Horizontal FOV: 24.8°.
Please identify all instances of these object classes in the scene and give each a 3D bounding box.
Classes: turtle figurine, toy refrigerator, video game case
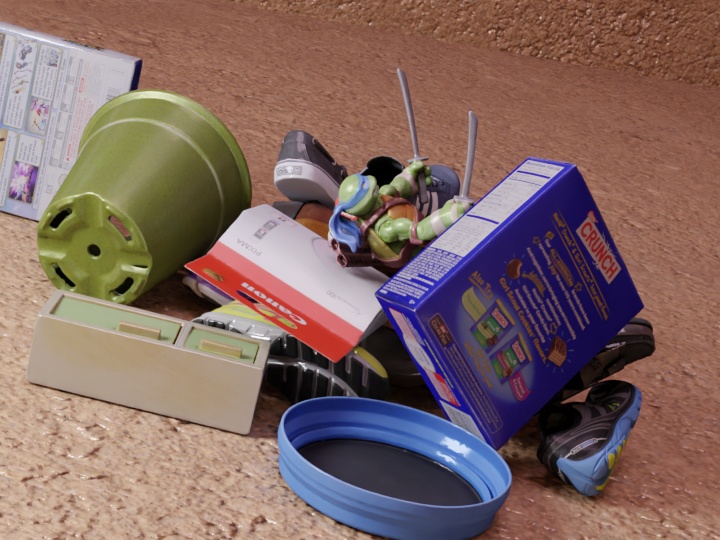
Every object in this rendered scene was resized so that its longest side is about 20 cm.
[{"bbox_3d":[0.082,-0.054,1.516,0.143,0.201,0.194,4,-36,49],"label":"turtle figurine"},{"bbox_3d":[-0.182,0.076,1.423,0.198,0.071,0.076,14,17,-1],"label":"toy refrigerator"},{"bbox_3d":[-0.348,-0.157,1.802,0.179,0.202,0.045,15,13,2],"label":"video game case"}]

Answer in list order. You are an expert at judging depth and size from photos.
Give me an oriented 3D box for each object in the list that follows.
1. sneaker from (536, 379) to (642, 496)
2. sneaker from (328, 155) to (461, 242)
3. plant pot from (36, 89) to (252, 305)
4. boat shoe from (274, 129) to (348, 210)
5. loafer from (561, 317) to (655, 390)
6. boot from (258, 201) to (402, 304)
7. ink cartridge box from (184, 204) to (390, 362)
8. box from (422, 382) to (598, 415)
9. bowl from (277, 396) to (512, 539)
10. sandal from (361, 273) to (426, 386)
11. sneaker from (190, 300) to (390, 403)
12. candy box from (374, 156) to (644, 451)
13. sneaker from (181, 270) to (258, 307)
[{"bbox_3d":[0.210,0.141,1.522,0.082,0.071,0.200,28,22,9],"label":"sneaker"},{"bbox_3d":[0.042,-0.082,1.627,0.074,0.085,0.200,20,33,25],"label":"sneaker"},{"bbox_3d":[-0.232,-0.055,1.647,0.198,0.202,0.190,17,29,8],"label":"plant pot"},{"bbox_3d":[-0.039,-0.091,1.737,0.069,0.067,0.200,-3,-20,23],"label":"boat shoe"},{"bbox_3d":[0.186,0.096,1.532,0.198,0.072,0.063,-10,54,-8],"label":"loafer"},{"bbox_3d":[0.000,0.000,1.633,0.198,0.069,0.189,6,29,3],"label":"boot"},{"bbox_3d":[-0.054,0.006,1.475,0.162,0.057,0.200,32,9,7],"label":"ink cartridge box"},{"bbox_3d":[0.120,0.084,1.637,0.142,0.036,0.199,-22,37,-32],"label":"box"},{"bbox_3d":[0.026,0.165,1.360,0.199,0.040,0.201,13,17,-4],"label":"bowl"},{"bbox_3d":[0.042,0.045,1.614,0.081,0.055,0.201,-2,34,10],"label":"sandal"},{"bbox_3d":[-0.058,0.069,1.507,0.198,0.079,0.090,19,29,17],"label":"sneaker"},{"bbox_3d":[0.134,0.026,1.435,0.200,0.170,0.077,-40,30,-17],"label":"candy box"},{"bbox_3d":[-0.107,-0.006,1.718,0.080,0.084,0.199,25,21,35],"label":"sneaker"}]
